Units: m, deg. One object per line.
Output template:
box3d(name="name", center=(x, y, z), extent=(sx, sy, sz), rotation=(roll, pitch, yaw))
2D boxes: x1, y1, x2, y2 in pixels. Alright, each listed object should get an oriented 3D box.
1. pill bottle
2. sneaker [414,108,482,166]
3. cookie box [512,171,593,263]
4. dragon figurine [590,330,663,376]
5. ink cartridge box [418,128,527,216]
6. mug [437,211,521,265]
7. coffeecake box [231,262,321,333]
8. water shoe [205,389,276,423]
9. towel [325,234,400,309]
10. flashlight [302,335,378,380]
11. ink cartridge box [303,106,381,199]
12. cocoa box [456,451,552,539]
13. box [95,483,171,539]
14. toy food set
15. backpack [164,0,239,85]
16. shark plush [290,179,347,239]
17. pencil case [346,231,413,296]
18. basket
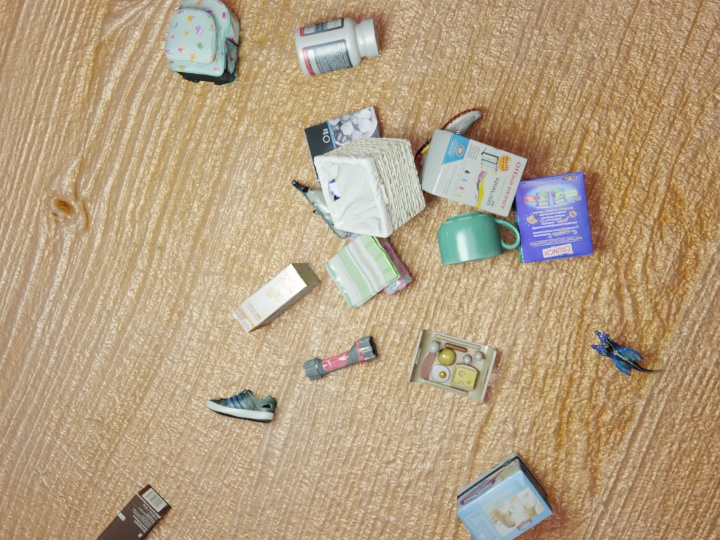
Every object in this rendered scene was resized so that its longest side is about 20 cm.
box3d(name="pill bottle", center=(-0.056, -0.572, 1.523), extent=(0.198, 0.120, 0.121), rotation=(-8, 92, 10))
box3d(name="sneaker", center=(0.231, -0.329, 1.517), extent=(0.200, 0.078, 0.082), rotation=(-43, 100, 12))
box3d(name="cookie box", center=(0.467, -0.128, 1.477), extent=(0.170, 0.075, 0.202), rotation=(-7, 91, 10))
box3d(name="dragon figurine", center=(0.640, 0.213, 1.452), extent=(0.199, 0.099, 0.059), rotation=(34, 98, 7))
box3d(name="ink cartridge box", center=(0.263, -0.234, 1.435), extent=(0.199, 0.145, 0.148), rotation=(15, 102, -15))
box3d(name="mug", center=(0.281, -0.083, 1.480), extent=(0.184, 0.152, 0.115), rotation=(-10, 88, -19))
box3d(name="coffeecake box", center=(-0.215, 0.068, 1.565), extent=(0.200, 0.153, 0.073), rotation=(-38, 86, 9))
box3d(name="water shoe", center=(-0.327, 0.367, 1.654), extent=(0.198, 0.072, 0.079), rotation=(8, 67, 11))
box3d(name="towel", center=(0.000, 0.000, 1.534), extent=(0.200, 0.031, 0.150), rotation=(-37, 85, 45))
box3d(name="flashlight", center=(-0.055, 0.234, 1.589), extent=(0.199, 0.068, 0.068), rotation=(-20, 91, 9))
box3d(name="ink cartridge box", center=(-0.032, -0.302, 1.572), extent=(0.197, 0.043, 0.201), rotation=(-16, 92, 10))
box3d(name="cocoa box", center=(0.356, 0.581, 1.503), extent=(0.200, 0.131, 0.134), rotation=(-38, 86, 10))
box3d(name="box", center=(-0.648, 0.723, 1.715), extent=(0.100, 0.075, 0.200), rotation=(42, 100, 5))
box3d(name="toy food set", center=(0.234, 0.247, 1.543), extent=(0.199, 0.060, 0.145), rotation=(15, 95, 9))
box3d(name="backpack", center=(-0.410, -0.609, 1.570), extent=(0.174, 0.153, 0.202), rotation=(10, 88, 14))
box3d(name="shark plush", center=(-0.111, -0.162, 1.576), extent=(0.199, 0.083, 0.091), rotation=(30, 59, 1))
box3d(name="pencil case", center=(0.051, -0.034, 1.549), extent=(0.087, 0.087, 0.201), rotation=(-33, 88, 10))
box3d(name="basket", center=(0.026, -0.207, 1.442), extent=(0.199, 0.160, 0.199), rotation=(15, 131, 48))
